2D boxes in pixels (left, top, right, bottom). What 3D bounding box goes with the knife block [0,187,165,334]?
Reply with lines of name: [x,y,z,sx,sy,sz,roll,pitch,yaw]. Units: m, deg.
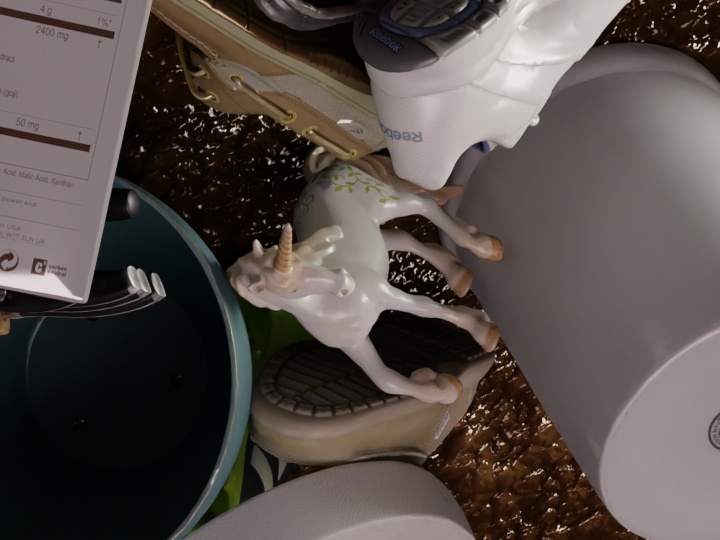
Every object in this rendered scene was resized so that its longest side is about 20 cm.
knife block: [-0.188,-0.004,1.161,0.175,0.064,0.200,4,171,-24]

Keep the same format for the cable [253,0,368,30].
cable: [0.015,-0.131,1.220,0.050,0.097,0.200,-13,145,40]

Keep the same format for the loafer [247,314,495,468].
loafer: [0.007,0.072,1.322,0.200,0.076,0.068,-14,122,-60]

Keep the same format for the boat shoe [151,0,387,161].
boat shoe: [-0.047,-0.101,1.225,0.066,0.074,0.200,-36,133,29]

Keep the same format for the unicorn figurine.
unicorn figurine: [0.000,0.000,1.260,0.137,0.200,0.074,26,108,-16]

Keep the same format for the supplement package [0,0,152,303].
supplement package: [-0.147,-0.102,1.000,0.120,0.121,0.200,11,94,-17]

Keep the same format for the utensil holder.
utensil holder: [0.149,0.013,1.335,0.170,0.200,0.170,-13,134,-14]

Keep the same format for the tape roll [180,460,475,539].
tape roll: [-0.039,0.167,1.303,0.203,0.037,0.203,-24,151,-14]

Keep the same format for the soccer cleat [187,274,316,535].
soccer cleat: [-0.054,0.092,1.356,0.081,0.067,0.200,17,89,-45]

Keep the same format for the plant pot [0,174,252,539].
plant pot: [-0.136,0.049,1.261,0.200,0.200,0.135,-38,171,10]

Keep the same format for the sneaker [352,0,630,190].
sneaker: [0.066,-0.107,1.233,0.200,0.074,0.087,-33,132,-40]
